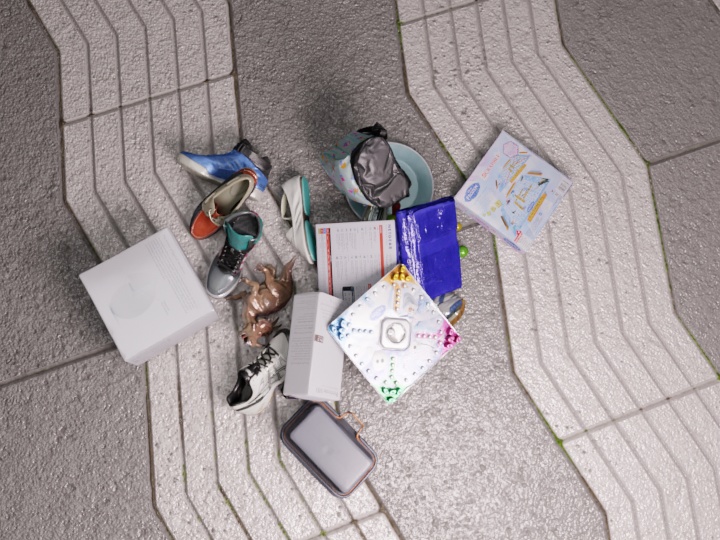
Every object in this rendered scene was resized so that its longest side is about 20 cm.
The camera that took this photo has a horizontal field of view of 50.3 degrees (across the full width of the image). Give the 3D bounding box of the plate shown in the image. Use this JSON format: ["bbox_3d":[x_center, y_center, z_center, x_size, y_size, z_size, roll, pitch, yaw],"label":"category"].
[{"bbox_3d":[0.063,-0.185,1.693,0.198,0.026,0.202,1,78,-4],"label":"plate"}]

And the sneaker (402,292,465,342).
[{"bbox_3d":[0.128,0.104,1.598,0.088,0.076,0.199,35,48,30],"label":"sneaker"}]

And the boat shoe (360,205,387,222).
[{"bbox_3d":[0.013,-0.060,1.630,0.071,0.062,0.202,12,91,0],"label":"boat shoe"}]

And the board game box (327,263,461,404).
[{"bbox_3d":[0.070,0.124,1.498,0.200,0.026,0.200,-40,97,-11],"label":"board game box"}]

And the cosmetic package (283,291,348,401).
[{"bbox_3d":[-0.086,0.151,1.507,0.074,0.101,0.202,-7,72,36],"label":"cosmetic package"}]

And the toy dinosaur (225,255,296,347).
[{"bbox_3d":[-0.191,0.064,1.595,0.200,0.086,0.136,-41,84,-15],"label":"toy dinosaur"}]

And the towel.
[{"bbox_3d":[0.146,-0.040,1.553,0.147,0.049,0.202,-18,111,-29],"label":"towel"}]

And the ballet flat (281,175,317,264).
[{"bbox_3d":[-0.135,-0.105,1.647,0.069,0.069,0.202,-7,75,-6],"label":"ballet flat"}]

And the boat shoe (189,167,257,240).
[{"bbox_3d":[-0.289,-0.134,1.600,0.200,0.063,0.071,-43,109,16],"label":"boat shoe"}]

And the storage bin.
[{"bbox_3d":[-0.053,0.347,1.522,0.200,0.134,0.146,45,79,4],"label":"storage bin"}]

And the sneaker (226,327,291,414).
[{"bbox_3d":[-0.194,0.202,1.531,0.075,0.087,0.201,33,96,34],"label":"sneaker"}]

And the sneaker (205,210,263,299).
[{"bbox_3d":[-0.259,-0.044,1.580,0.083,0.121,0.201,24,71,1],"label":"sneaker"}]

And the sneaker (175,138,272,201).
[{"bbox_3d":[-0.288,-0.238,1.646,0.198,0.077,0.112,23,84,-4],"label":"sneaker"}]

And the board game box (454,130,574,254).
[{"bbox_3d":[0.337,-0.174,1.703,0.199,0.041,0.201,37,79,3],"label":"board game box"}]

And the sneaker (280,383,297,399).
[{"bbox_3d":[-0.137,0.165,1.584,0.087,0.076,0.202,-5,79,0],"label":"sneaker"}]

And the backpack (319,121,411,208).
[{"bbox_3d":[0.003,-0.218,1.583,0.126,0.200,0.168,-29,117,-12],"label":"backpack"}]

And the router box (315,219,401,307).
[{"bbox_3d":[0.000,0.000,1.578,0.178,0.049,0.202,-1,93,22],"label":"router box"}]

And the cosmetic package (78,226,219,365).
[{"bbox_3d":[-0.422,0.054,1.556,0.199,0.123,0.200,-29,82,-8],"label":"cosmetic package"}]

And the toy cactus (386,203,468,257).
[{"bbox_3d":[0.127,-0.051,1.642,0.199,0.102,0.166,21,102,-25],"label":"toy cactus"}]
